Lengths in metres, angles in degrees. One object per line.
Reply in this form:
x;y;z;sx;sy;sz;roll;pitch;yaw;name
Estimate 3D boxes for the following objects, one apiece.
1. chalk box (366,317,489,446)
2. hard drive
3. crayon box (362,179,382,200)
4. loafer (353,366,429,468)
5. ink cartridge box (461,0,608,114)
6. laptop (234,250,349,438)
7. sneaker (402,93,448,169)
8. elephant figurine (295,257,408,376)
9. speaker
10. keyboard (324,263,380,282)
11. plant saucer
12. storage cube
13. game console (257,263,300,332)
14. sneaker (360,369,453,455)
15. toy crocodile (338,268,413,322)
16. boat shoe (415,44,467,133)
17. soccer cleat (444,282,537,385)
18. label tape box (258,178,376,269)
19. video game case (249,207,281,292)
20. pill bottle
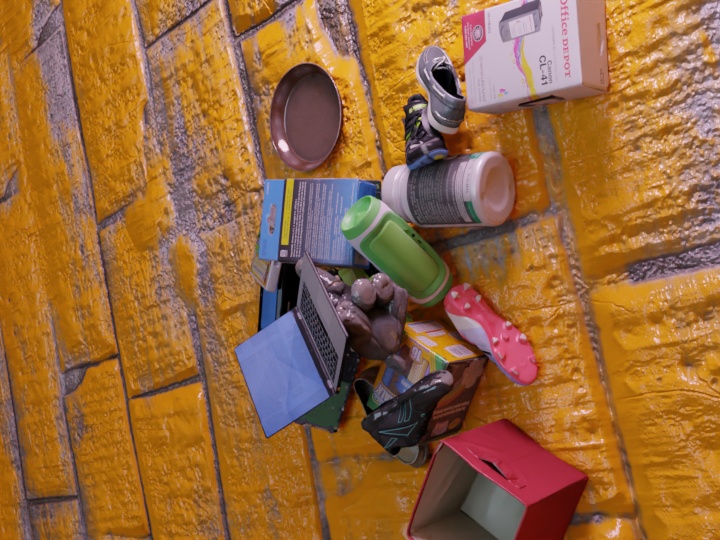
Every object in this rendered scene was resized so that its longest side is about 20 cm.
0.103;0.199;1.411;0.123;0.123;0.202;35;115;35;chalk box
-0.081;0.195;1.592;0.138;0.038;0.203;16;108;-2;hard drive
-0.041;-0.083;1.576;0.198;0.051;0.128;-12;85;44;crayon box
0.046;0.262;1.507;0.201;0.067;0.076;55;126;26;loafer
0.252;-0.320;1.257;0.198;0.085;0.150;-4;90;45;ink cartridge box
-0.112;0.113;1.320;0.202;0.114;0.188;101;150;-43;laptop
0.093;-0.222;1.353;0.070;0.201;0.083;-19;119;12;sneaker
-0.020;0.069;1.375;0.199;0.140;0.157;-4;67;53;elephant figurine
0.060;-0.030;1.386;0.088;0.200;0.089;-38;26;22;speaker
0.000;0.000;1.516;0.199;0.021;0.128;37;136;14;keyboard
-0.098;-0.290;1.626;0.198;0.034;0.204;5;98;43;plant saucer
0.204;0.356;1.289;0.170;0.178;0.203;32;115;37;storage cube
-0.174;0.067;1.675;0.114;0.176;0.204;7;99;14;game console
0.084;0.218;1.312;0.080;0.075;0.200;55;134;7;sneaker
0.030;0.073;1.484;0.067;0.062;0.201;-31;97;45;toy crocodile
0.133;-0.299;1.341;0.062;0.072;0.202;114;160;-45;boat shoe
0.205;0.107;1.359;0.200;0.066;0.077;49;155;23;soccer cleat
-0.075;-0.082;1.471;0.197;0.063;0.147;4;88;33;label tape box
-0.169;-0.066;1.637;0.200;0.023;0.185;-151;73;-71;video game case
0.136;-0.125;1.363;0.198;0.112;0.115;1;94;42;pill bottle
